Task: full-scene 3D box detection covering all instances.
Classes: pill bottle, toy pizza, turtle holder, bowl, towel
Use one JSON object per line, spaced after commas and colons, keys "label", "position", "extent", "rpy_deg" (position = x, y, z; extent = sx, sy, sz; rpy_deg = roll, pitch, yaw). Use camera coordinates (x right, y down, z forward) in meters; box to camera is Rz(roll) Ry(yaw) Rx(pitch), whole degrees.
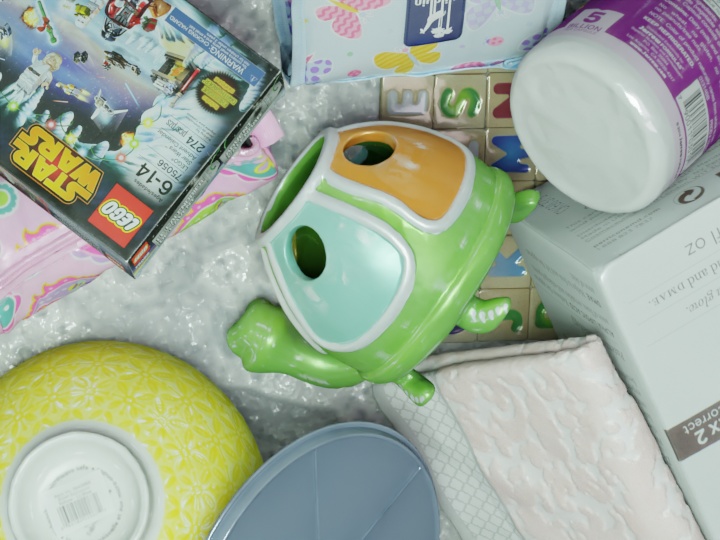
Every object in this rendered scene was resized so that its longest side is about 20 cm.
{"label": "pill bottle", "position": [0.185, -0.130, 1.468], "extent": [0.200, 0.112, 0.113], "rpy_deg": [-41, 112, -34]}
{"label": "toy pizza", "position": [-0.032, 0.178, 1.460], "extent": [0.199, 0.032, 0.202], "rpy_deg": [-21, 122, -38]}
{"label": "turtle holder", "position": [0.005, -0.010, 1.477], "extent": [0.131, 0.185, 0.142], "rpy_deg": [31, 65, -14]}
{"label": "bowl", "position": [-0.153, 0.135, 1.440], "extent": [0.198, 0.108, 0.202], "rpy_deg": [0, 82, 3]}
{"label": "towel", "position": [0.115, 0.134, 1.512], "extent": [0.032, 0.190, 0.201], "rpy_deg": [-43, 112, -36]}

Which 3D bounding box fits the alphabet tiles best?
{"label": "alphabet tiles", "position": [0.091, -0.054, 1.548], "extent": [0.166, 0.008, 0.202], "rpy_deg": [-2, 104, -13]}

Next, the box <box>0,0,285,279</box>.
{"label": "box", "position": [-0.160, -0.110, 1.394], "extent": [0.199, 0.040, 0.137], "rpy_deg": [36, 80, 11]}

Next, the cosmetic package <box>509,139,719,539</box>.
{"label": "cosmetic package", "position": [0.214, 0.026, 1.509], "extent": [0.164, 0.165, 0.201], "rpy_deg": [-30, 110, -7]}

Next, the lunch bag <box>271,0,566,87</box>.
{"label": "lunch bag", "position": [0.033, -0.208, 1.436], "extent": [0.168, 0.127, 0.202], "rpy_deg": [-4, 108, -11]}

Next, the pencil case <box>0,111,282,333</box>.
{"label": "pencil case", "position": [-0.142, -0.046, 1.444], "extent": [0.199, 0.087, 0.088], "rpy_deg": [-29, 108, -5]}
